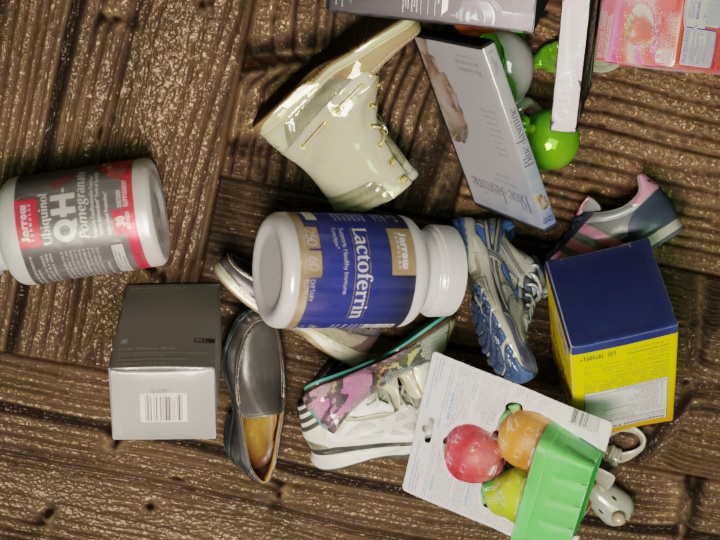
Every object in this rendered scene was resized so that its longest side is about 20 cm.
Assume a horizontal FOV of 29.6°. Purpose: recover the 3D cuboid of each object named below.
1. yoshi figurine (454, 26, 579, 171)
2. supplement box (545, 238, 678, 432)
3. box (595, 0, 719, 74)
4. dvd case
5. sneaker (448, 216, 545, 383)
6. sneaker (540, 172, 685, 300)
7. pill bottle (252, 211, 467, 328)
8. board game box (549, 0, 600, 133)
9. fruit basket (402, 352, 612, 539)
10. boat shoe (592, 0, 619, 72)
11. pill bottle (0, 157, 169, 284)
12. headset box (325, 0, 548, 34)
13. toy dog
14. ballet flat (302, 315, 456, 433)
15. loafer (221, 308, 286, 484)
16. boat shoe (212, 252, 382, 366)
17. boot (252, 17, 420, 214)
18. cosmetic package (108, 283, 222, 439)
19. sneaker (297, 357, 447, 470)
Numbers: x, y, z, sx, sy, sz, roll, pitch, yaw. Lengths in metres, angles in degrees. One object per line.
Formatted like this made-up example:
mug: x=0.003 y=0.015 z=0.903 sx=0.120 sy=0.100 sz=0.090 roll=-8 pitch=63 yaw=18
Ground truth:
yoshi figurine: x=0.164 y=-0.179 z=1.342 sx=0.112 sy=0.112 sz=0.201 roll=-20 pitch=117 yaw=-1
supplement box: x=0.259 y=0.075 z=1.413 sx=0.108 sy=0.110 sz=0.200 roll=-12 pitch=145 yaw=2
box: x=0.292 y=-0.286 z=1.259 sx=0.102 sy=0.094 sz=0.201 roll=-3 pitch=103 yaw=-42
dvd case: x=0.120 y=-0.139 z=1.339 sx=0.017 sy=0.143 sz=0.201 roll=-30 pitch=115 yaw=-16
sneaker: x=0.154 y=0.020 z=1.390 sx=0.085 sy=0.201 sz=0.077 roll=-12 pitch=148 yaw=-8
sneaker: x=0.237 y=-0.031 z=1.444 sx=0.199 sy=0.070 sz=0.082 roll=-27 pitch=87 yaw=12
pill bottle: x=0.000 y=0.000 z=1.376 sx=0.199 sy=0.116 sz=0.116 roll=0 pitch=116 yaw=-23
board game box: x=0.200 y=-0.241 z=1.235 sx=0.028 sy=0.135 sz=0.201 roll=8 pitch=116 yaw=12
fruit basket: x=0.152 y=0.193 z=1.431 sx=0.199 sy=0.094 sz=0.186 roll=23 pitch=121 yaw=22
boat shoe: x=0.224 y=-0.296 z=1.317 sx=0.071 sy=0.061 sz=0.202 roll=-1 pitch=114 yaw=25
pill bottle: x=-0.298 y=-0.046 z=1.370 sx=0.199 sy=0.111 sz=0.111 roll=-9 pitch=115 yaw=0
headset box: x=0.086 y=-0.286 z=1.224 sx=0.199 sy=0.174 sz=0.093 roll=7 pitch=116 yaw=10
toy dog: x=0.231 y=0.236 z=1.536 sx=0.199 sy=0.096 sz=0.132 roll=13 pitch=113 yaw=-9
ballet flat: x=0.031 y=0.114 z=1.444 sx=0.199 sy=0.069 sz=0.071 roll=-27 pitch=85 yaw=-29
loafer: x=-0.107 y=0.137 z=1.476 sx=0.072 sy=0.072 sz=0.201 roll=-11 pitch=120 yaw=-22
boat shoe: x=-0.063 y=0.029 z=1.443 sx=0.200 sy=0.072 sz=0.065 roll=33 pitch=104 yaw=-20
boot: x=0.012 y=-0.155 z=1.361 sx=0.200 sy=0.072 sz=0.155 roll=-36 pitch=111 yaw=18
cosmetic package: x=-0.195 y=0.089 z=1.390 sx=0.106 sy=0.200 sz=0.091 roll=-1 pitch=116 yaw=-6
sneaker: x=0.025 y=0.143 z=1.493 sx=0.199 sy=0.076 sz=0.116 roll=-16 pitch=116 yaw=7
